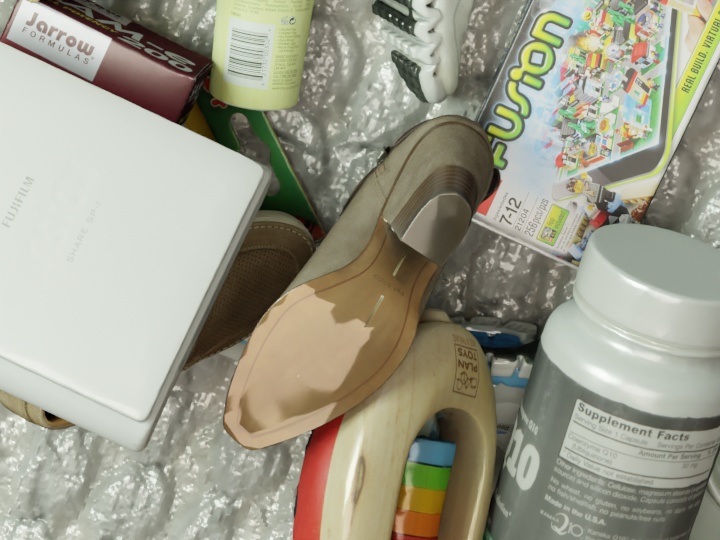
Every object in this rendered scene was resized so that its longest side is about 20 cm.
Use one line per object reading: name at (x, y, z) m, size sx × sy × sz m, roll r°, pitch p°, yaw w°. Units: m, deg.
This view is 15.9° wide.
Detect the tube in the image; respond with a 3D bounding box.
tube at (-0.046, -0.188, 1.397) m, size 0.052 × 0.058 × 0.201 m, roll 21°, pitch 116°, yaw 28°

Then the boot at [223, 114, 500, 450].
boot at (0.000, 0.000, 1.384) m, size 0.200 × 0.146 × 0.070 m, roll -44°, pitch 103°, yaw 8°

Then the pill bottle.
pill bottle at (0.143, 0.084, 1.413) m, size 0.113 × 0.113 × 0.201 m, roll 16°, pitch 112°, yaw 1°

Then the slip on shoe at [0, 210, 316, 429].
slip on shoe at (-0.104, 0.029, 1.388) m, size 0.199 × 0.061 × 0.076 m, roll -20°, pitch 124°, yaw -25°

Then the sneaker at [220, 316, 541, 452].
sneaker at (0.011, 0.069, 1.474) m, size 0.199 × 0.075 × 0.087 m, roll 10°, pitch 112°, yaw 3°

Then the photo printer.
photo printer at (-0.167, -0.021, 1.317) m, size 0.199 × 0.069 × 0.167 m, roll 26°, pitch 71°, yaw 0°

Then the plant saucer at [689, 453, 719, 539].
plant saucer at (0.246, 0.096, 1.467) m, size 0.199 × 0.050 × 0.201 m, roll 1°, pitch 106°, yaw 5°

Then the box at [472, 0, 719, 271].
box at (0.132, -0.105, 1.429) m, size 0.110 × 0.035 × 0.201 m, roll 24°, pitch 107°, yaw -1°

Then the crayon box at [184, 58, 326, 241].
crayon box at (-0.136, -0.028, 1.470) m, size 0.199 × 0.051 × 0.127 m, roll -25°, pitch 101°, yaw 12°

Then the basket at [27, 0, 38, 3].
basket at (-0.152, -0.259, 1.296) m, size 0.148 × 0.143 × 0.201 m, roll -12°, pitch 67°, yaw 32°

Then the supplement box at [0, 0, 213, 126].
supplement box at (-0.172, -0.046, 1.411) m, size 0.108 × 0.061 × 0.201 m, roll 26°, pitch 105°, yaw -1°

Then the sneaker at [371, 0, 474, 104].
sneaker at (0.049, -0.187, 1.398) m, size 0.081 × 0.075 × 0.201 m, roll -10°, pitch 115°, yaw -20°

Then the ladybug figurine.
ladybug figurine at (0.015, 0.118, 1.397) m, size 0.072 × 0.136 × 0.201 m, roll 10°, pitch 85°, yaw 35°
